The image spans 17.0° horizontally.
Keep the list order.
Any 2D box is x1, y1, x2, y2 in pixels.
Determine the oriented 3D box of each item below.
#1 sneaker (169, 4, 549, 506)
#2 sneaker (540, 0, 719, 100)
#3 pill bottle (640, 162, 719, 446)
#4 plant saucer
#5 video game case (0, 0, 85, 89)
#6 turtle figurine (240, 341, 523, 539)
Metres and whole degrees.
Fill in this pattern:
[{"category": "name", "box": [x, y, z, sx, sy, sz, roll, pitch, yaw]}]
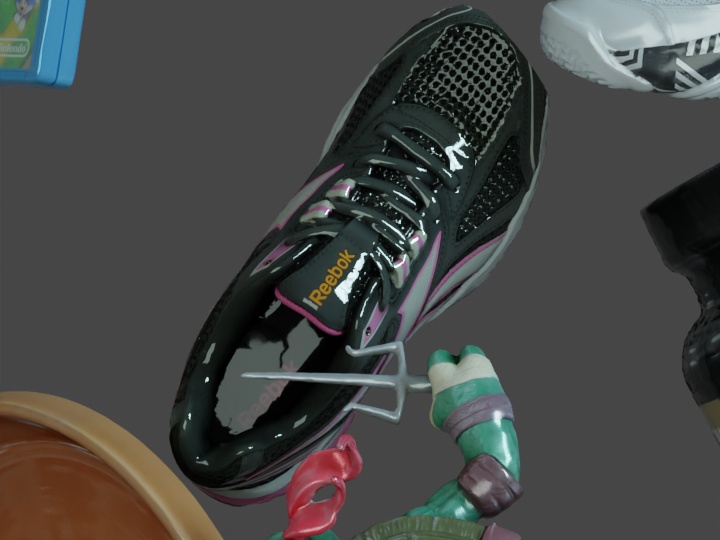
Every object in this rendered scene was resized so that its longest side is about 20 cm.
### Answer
[{"category": "sneaker", "box": [0.000, 0.000, 0.842, 0.080, 0.086, 0.201, 30, 92, 5]}, {"category": "sneaker", "box": [0.158, -0.123, 0.820, 0.199, 0.075, 0.116, -4, 105, 3]}, {"category": "pill bottle", "box": [0.177, 0.048, 0.807, 0.111, 0.112, 0.201, -28, 85, 6]}, {"category": "plant saucer", "box": [-0.100, 0.138, 0.835, 0.200, 0.032, 0.201, 14, 113, 37]}, {"category": "video game case", "box": [-0.130, -0.166, 0.850, 0.143, 0.018, 0.201, 8, 89, 52]}, {"category": "turtle figurine", "box": [0.038, 0.112, 0.774, 0.199, 0.101, 0.150, 18, 107, 7]}]
